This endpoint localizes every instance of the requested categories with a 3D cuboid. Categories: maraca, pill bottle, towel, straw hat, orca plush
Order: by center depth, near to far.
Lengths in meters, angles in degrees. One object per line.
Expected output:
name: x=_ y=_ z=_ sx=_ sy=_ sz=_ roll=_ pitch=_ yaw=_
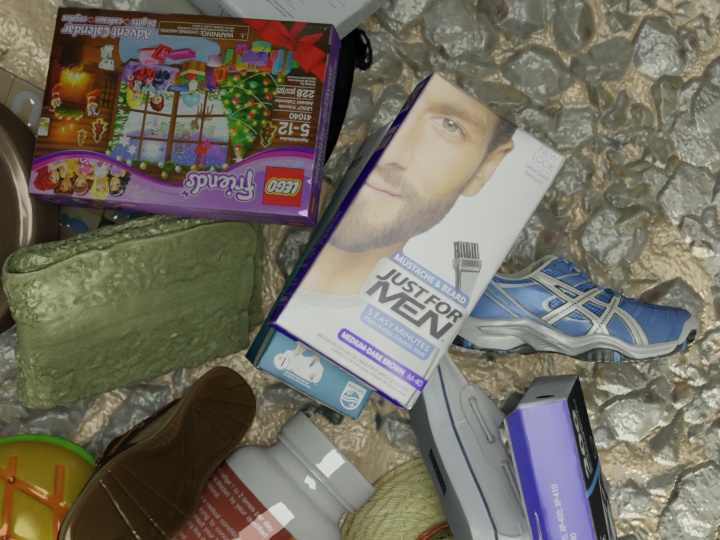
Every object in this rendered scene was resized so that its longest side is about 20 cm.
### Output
towel: x=-0.159 y=0.021 z=1.060 sx=0.200 sy=0.036 sz=0.148 roll=-19 pitch=134 yaw=-25
maraca: x=-0.271 y=0.202 z=1.064 sx=0.200 sy=0.107 sz=0.137 roll=-30 pitch=84 yaw=-9
pill bottle: x=-0.087 y=0.203 z=1.084 sx=0.200 sy=0.112 sz=0.112 roll=-44 pitch=94 yaw=-5
orca plush: x=-0.048 y=-0.147 z=1.115 sx=0.105 sy=0.071 sz=0.200 roll=18 pitch=87 yaw=-6
straw hat: x=0.075 y=0.245 z=1.116 sx=0.201 sy=0.085 sz=0.201 roll=0 pitch=89 yaw=-6

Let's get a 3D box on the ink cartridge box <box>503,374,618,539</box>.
ink cartridge box: x=0.156 y=0.184 z=1.071 sx=0.043 sy=0.200 sz=0.198 roll=-13 pitch=91 yaw=15

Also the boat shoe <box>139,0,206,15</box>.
boat shoe: x=-0.125 y=-0.132 z=1.112 sx=0.074 sy=0.060 sz=0.200 roll=-9 pitch=84 yaw=33

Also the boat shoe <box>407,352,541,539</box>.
boat shoe: x=0.081 y=0.125 z=1.105 sx=0.065 sy=0.074 sz=0.200 roll=-12 pitch=66 yaw=-13

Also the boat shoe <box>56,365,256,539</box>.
boat shoe: x=-0.155 y=0.148 z=1.058 sx=0.072 sy=0.072 sz=0.200 roll=51 pitch=47 yaw=-15

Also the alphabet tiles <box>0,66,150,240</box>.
alphabet tiles: x=-0.214 y=-0.070 z=1.082 sx=0.200 sy=0.008 sz=0.167 roll=28 pitch=112 yaw=3

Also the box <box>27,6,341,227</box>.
box: x=-0.120 y=-0.107 z=1.009 sx=0.200 sy=0.039 sz=0.137 roll=5 pitch=80 yaw=10

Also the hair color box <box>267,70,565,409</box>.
hair color box: x=0.037 y=-0.020 z=0.982 sx=0.109 sy=0.065 sz=0.200 roll=32 pitch=84 yaw=-6

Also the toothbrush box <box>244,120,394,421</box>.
toothbrush box: x=0.000 y=0.000 z=1.081 sx=0.085 sy=0.146 sz=0.200 roll=28 pitch=85 yaw=-6

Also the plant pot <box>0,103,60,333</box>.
plant pot: x=-0.334 y=-0.036 z=1.001 sx=0.200 sy=0.175 sz=0.200 roll=1 pitch=93 yaw=16

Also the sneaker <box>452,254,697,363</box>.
sneaker: x=0.166 y=0.029 z=1.134 sx=0.200 sy=0.076 sz=0.077 roll=5 pitch=93 yaw=-8

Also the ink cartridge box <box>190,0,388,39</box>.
ink cartridge box: x=-0.059 y=-0.264 z=1.100 sx=0.196 sy=0.043 sz=0.200 roll=44 pitch=62 yaw=8
